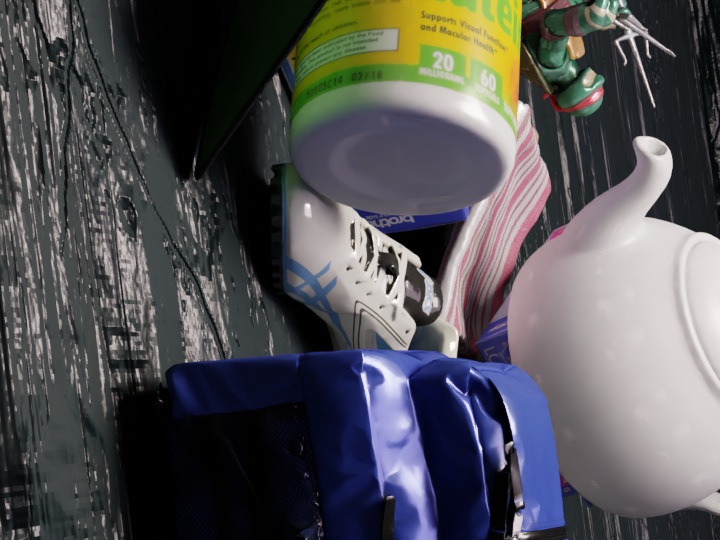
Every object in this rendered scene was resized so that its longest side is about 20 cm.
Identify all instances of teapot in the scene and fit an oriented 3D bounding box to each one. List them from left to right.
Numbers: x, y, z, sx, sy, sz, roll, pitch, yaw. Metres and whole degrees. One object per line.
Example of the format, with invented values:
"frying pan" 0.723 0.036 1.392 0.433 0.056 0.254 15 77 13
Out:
"teapot" 0.195 0.051 1.564 0.200 0.146 0.199 26 50 -48

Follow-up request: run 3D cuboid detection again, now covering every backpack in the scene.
"backpack" 0.004 0.135 1.099 0.162 0.167 0.201 7 79 -69

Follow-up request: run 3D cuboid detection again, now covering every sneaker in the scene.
"sneaker" 0.000 0.000 1.347 0.200 0.072 0.072 56 31 -57

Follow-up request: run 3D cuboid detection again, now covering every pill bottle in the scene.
"pill bottle" 0.025 -0.139 1.280 0.111 0.110 0.201 58 32 -58

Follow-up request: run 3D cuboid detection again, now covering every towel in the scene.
"towel" 0.084 -0.017 1.608 0.200 0.030 0.147 54 55 -77

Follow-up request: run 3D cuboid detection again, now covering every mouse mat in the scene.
"mouse mat" -0.029 -0.151 1.224 0.008 0.161 0.201 28 38 -14

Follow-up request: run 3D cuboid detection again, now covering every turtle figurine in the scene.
"turtle figurine" 0.136 -0.179 1.766 0.201 0.100 0.150 59 4 -9

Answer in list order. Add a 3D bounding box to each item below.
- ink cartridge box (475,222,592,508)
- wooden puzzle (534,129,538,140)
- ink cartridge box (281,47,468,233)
"ink cartridge box" 0.135 0.059 1.643 0.120 0.042 0.200 60 30 -14
"wooden puzzle" 0.066 -0.138 1.752 0.186 0.046 0.201 -73 147 -60
"ink cartridge box" 0.014 -0.115 1.466 0.201 0.076 0.137 69 18 -45
